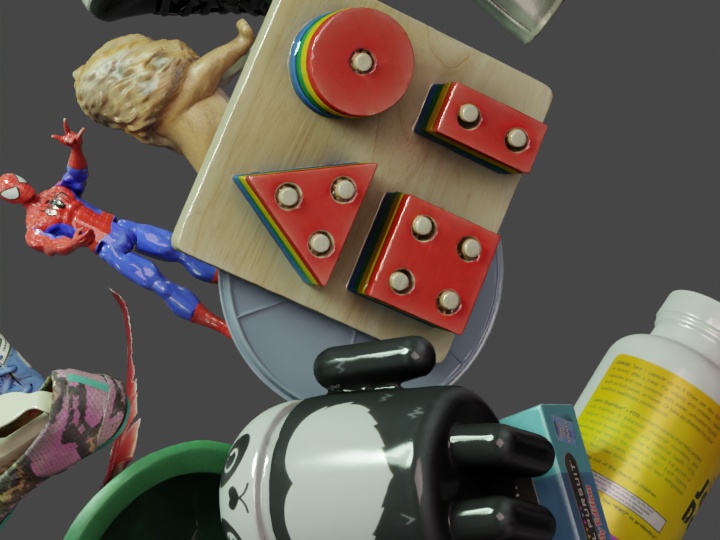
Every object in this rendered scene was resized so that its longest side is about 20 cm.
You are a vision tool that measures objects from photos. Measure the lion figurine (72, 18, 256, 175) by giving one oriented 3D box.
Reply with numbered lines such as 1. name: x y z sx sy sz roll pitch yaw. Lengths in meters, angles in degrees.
1. lion figurine: -0.095 -0.087 1.375 0.122 0.072 0.200 -37 89 -3

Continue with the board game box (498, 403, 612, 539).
1. board game box: 0.059 0.186 1.264 0.200 0.047 0.151 -24 73 30

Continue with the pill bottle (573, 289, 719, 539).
1. pill bottle: 0.184 0.114 1.322 0.104 0.104 0.200 32 75 5

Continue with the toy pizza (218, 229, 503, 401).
1. toy pizza: 0.000 0.000 1.356 0.200 0.032 0.201 -1 93 -18

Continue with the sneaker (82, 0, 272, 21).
1. sneaker: -0.084 -0.192 1.407 0.200 0.073 0.112 -25 76 -12

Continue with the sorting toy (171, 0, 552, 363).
1. sorting toy: 0.011 -0.066 1.303 0.198 0.070 0.200 24 86 -17

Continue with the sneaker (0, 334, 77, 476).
1. sneaker: -0.264 0.064 1.319 0.200 0.077 0.076 35 73 4

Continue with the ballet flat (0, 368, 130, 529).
1. ballet flat: -0.225 0.115 1.258 0.071 0.200 0.069 31 38 -30

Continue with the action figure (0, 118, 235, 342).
1. action figure: -0.153 -0.026 1.344 0.200 0.099 0.065 25 66 6

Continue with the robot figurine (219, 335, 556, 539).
1. robot figurine: 0.012 0.131 1.193 0.199 0.125 0.150 -6 36 30

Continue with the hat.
1. hat: -0.149 0.158 1.324 0.200 0.176 0.166 -45 124 -14

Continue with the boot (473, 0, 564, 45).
1. boot: 0.075 -0.271 1.441 0.200 0.073 0.182 30 55 -2
